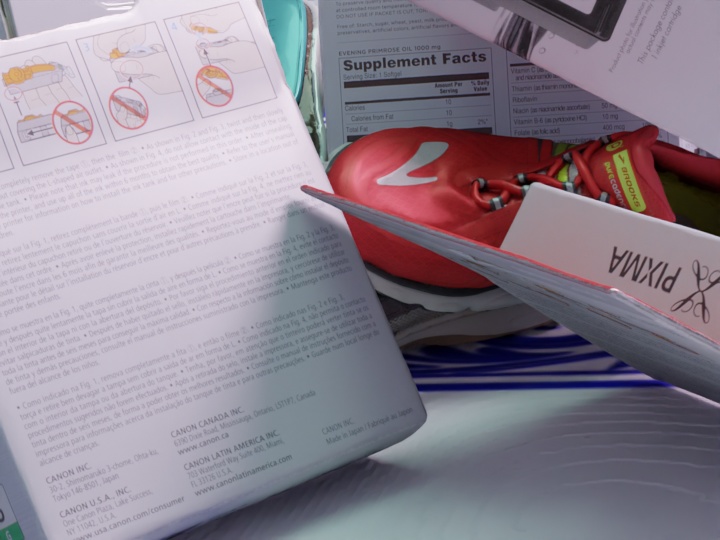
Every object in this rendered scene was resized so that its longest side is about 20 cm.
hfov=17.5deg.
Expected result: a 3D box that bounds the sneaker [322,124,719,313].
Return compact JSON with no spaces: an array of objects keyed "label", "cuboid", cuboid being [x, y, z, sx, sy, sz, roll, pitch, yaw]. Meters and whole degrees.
[{"label":"sneaker","cuboid":[0.080,-0.030,0.895,0.200,0.077,0.085,3,-25,-22]}]

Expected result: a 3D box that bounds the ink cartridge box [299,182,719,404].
[{"label":"ink cartridge box","cuboid":[0.099,0.007,0.760,0.176,0.045,0.200,29,-3,-30]}]

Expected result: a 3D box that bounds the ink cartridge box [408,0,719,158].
[{"label":"ink cartridge box","cuboid":[0.077,-0.121,0.914,0.200,0.068,0.116,29,15,12]}]

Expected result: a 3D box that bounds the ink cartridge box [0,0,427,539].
[{"label":"ink cartridge box","cuboid":[-0.081,-0.011,0.783,0.161,0.200,0.050,-19,-9,-39]}]

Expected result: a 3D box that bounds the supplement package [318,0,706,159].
[{"label":"supplement package","cuboid":[0.076,-0.085,1.080,0.156,0.111,0.200,-3,3,11]}]

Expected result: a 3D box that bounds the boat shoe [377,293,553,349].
[{"label":"boat shoe","cuboid":[0.000,0.000,0.939,0.200,0.065,0.072,-12,31,-22]}]

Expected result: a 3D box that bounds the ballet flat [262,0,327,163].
[{"label":"ballet flat","cuboid":[-0.043,-0.050,1.123,0.069,0.069,0.200,-3,46,11]}]

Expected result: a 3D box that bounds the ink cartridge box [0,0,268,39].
[{"label":"ink cartridge box","cuboid":[-0.155,-0.084,1.080,0.144,0.084,0.200,-14,-2,-42]}]
